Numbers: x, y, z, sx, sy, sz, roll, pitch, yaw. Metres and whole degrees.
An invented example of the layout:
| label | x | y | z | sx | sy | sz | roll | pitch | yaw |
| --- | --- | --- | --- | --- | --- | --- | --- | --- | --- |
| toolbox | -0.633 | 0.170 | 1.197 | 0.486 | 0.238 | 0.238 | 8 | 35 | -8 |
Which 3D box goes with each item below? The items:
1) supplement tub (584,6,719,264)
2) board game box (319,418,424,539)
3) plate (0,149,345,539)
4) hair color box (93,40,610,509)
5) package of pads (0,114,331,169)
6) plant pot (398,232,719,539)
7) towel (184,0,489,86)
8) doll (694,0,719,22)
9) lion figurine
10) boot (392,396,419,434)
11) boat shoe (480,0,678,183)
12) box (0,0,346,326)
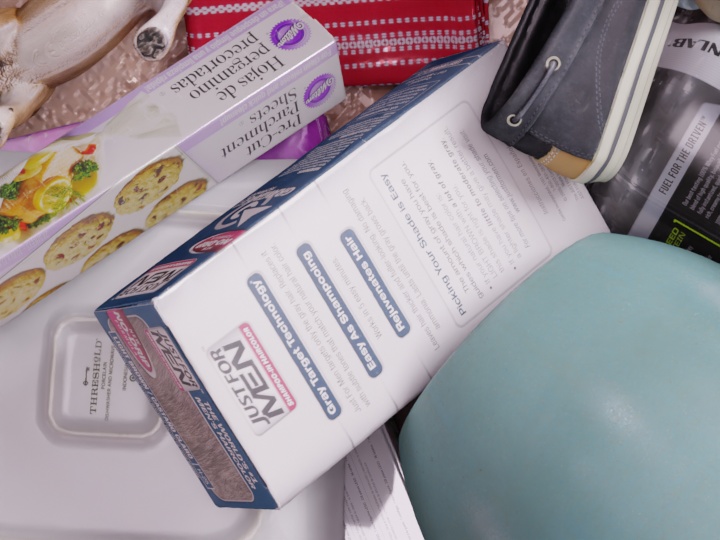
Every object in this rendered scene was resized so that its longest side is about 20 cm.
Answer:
| label | x | y | z | sx | sy | sz | roll | pitch | yaw |
| --- | --- | --- | --- | --- | --- | --- | --- | --- | --- |
| supplement tub | 0.184 | -0.034 | 0.982 | 0.200 | 0.123 | 0.123 | 30 | 89 | 6 |
| board game box | -0.023 | 0.140 | 0.974 | 0.126 | 0.035 | 0.200 | -24 | 78 | 8 |
| plate | -0.104 | 0.046 | 0.966 | 0.200 | 0.032 | 0.200 | 2 | 83 | 9 |
| hair color box | 0.000 | 0.000 | 0.927 | 0.200 | 0.061 | 0.100 | -38 | 105 | -28 |
| package of pads | -0.105 | -0.010 | 1.030 | 0.200 | 0.076 | 0.121 | -11 | 90 | 5 |
| plant pot | 0.114 | 0.082 | 0.916 | 0.201 | 0.201 | 0.161 | -45 | 75 | 1 |
| towel | -0.015 | -0.175 | 1.015 | 0.144 | 0.022 | 0.200 | -1 | 115 | 6 |
| doll | 0.161 | -0.145 | 0.864 | 0.048 | 0.200 | 0.137 | 6 | 73 | -4 |
| lion figurine | -0.125 | -0.116 | 1.011 | 0.200 | 0.123 | 0.073 | -22 | 105 | 10 |
| boot | 0.037 | 0.130 | 1.008 | 0.200 | 0.072 | 0.167 | 0 | 89 | 10 |
| boat shoe | 0.097 | -0.135 | 0.900 | 0.062 | 0.075 | 0.200 | 14 | 101 | -9 |
| box | -0.096 | -0.043 | 0.945 | 0.200 | 0.041 | 0.039 | -34 | 57 | -18 |
